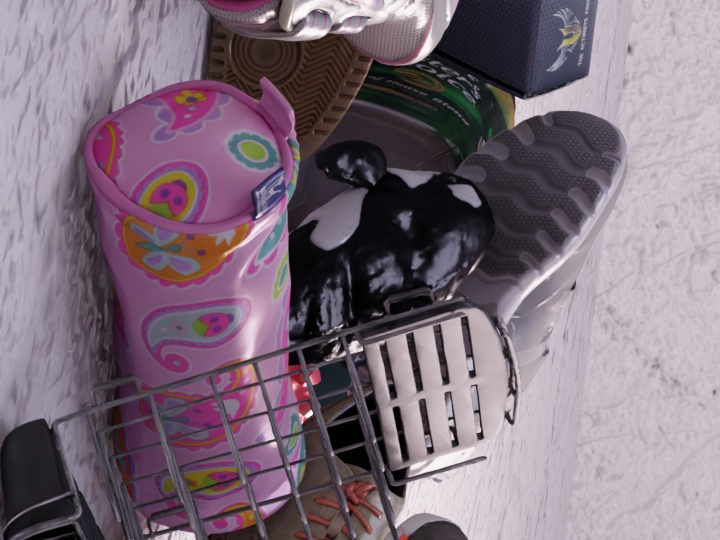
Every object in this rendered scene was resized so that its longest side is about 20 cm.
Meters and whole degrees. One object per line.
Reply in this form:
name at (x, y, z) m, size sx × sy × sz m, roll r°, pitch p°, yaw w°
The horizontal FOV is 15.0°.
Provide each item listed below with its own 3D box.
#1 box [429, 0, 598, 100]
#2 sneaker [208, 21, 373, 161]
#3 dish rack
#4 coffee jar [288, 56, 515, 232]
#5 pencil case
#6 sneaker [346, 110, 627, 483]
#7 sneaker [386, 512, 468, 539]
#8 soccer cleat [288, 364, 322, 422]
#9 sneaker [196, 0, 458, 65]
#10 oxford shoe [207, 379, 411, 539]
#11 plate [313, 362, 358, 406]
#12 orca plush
box at (0.046, -0.200, 1.273) m, size 0.051 × 0.157 × 0.201 m, roll -24°, pitch 131°, yaw -39°
sneaker at (-0.016, -0.149, 1.216) m, size 0.109 × 0.070 × 0.201 m, roll -80°, pitch -176°, yaw -75°
dish rack at (-0.032, 0.077, 1.025) m, size 0.154 × 0.199 × 0.055 m, roll 78°, pitch -6°, yaw -65°
coffee jar at (0.020, -0.066, 1.415) m, size 0.200 × 0.104 × 0.086 m, roll -51°, pitch 158°, yaw -72°
pencil case at (-0.060, 0.016, 1.077) m, size 0.201 × 0.087 × 0.088 m, roll 91°, pitch 13°, yaw -47°
sneaker at (0.063, 0.013, 1.314) m, size 0.200 × 0.075 × 0.082 m, roll -55°, pitch 151°, yaw -2°
sneaker at (0.033, 0.181, 1.161) m, size 0.200 × 0.081 × 0.077 m, roll -67°, pitch 157°, yaw -53°
soccer cleat at (-0.050, 0.061, 1.303) m, size 0.067 × 0.077 × 0.200 m, roll -38°, pitch 146°, yaw -7°
sneaker at (-0.030, -0.128, 1.081) m, size 0.200 × 0.081 × 0.089 m, roll 42°, pitch 67°, yaw -51°
oxford shoe at (-0.025, 0.114, 1.146) m, size 0.075 × 0.070 × 0.200 m, roll -48°, pitch -167°, yaw 36°
plate at (0.018, 0.033, 1.435) m, size 0.200 × 0.026 × 0.200 m, roll -39°, pitch -156°, yaw 21°
orca plush at (0.000, 0.000, 1.195) m, size 0.199 × 0.071 × 0.106 m, roll -1°, pitch 103°, yaw -48°
